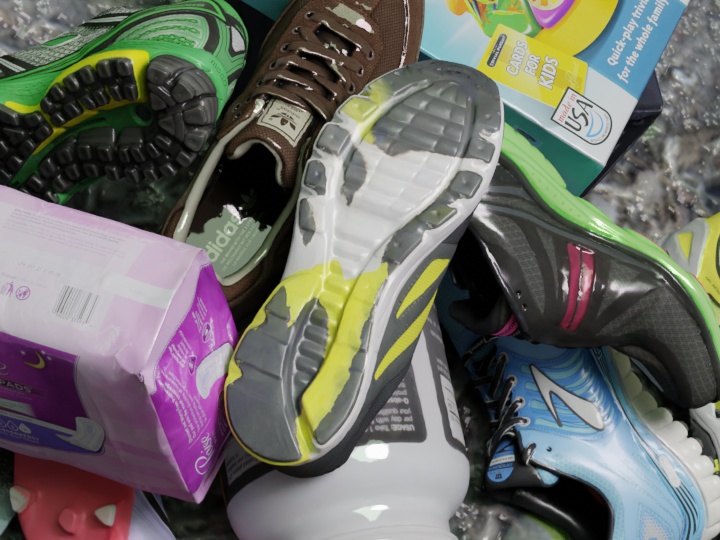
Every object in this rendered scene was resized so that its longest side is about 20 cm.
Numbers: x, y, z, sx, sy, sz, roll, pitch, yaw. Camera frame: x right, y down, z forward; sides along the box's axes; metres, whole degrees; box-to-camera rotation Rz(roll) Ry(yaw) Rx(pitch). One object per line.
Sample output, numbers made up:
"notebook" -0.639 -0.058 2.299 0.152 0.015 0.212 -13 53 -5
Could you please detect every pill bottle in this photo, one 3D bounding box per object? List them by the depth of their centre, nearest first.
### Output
"pill bottle" -0.013 0.066 1.356 0.116 0.116 0.200 -1 65 -22

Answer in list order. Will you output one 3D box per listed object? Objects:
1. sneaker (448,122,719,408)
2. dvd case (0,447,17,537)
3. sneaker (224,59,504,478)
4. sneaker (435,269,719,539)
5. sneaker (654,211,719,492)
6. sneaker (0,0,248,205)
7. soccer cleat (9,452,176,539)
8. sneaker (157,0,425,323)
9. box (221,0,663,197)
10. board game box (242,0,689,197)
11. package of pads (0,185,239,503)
"sneaker" 0.086 0.006 1.362 0.200 0.077 0.084 37 75 -12
"dvd case" -0.217 0.074 1.327 0.146 0.022 0.200 36 56 -2
"sneaker" 0.000 0.000 1.273 0.074 0.085 0.200 27 74 13
"sneaker" 0.088 0.067 1.421 0.090 0.078 0.200 -35 81 -28
"sneaker" 0.203 0.057 1.450 0.075 0.076 0.200 1 55 -53
"sneaker" -0.130 -0.073 1.349 0.085 0.200 0.078 -52 124 -45
"soccer cleat" -0.103 0.133 1.316 0.076 0.067 0.200 17 52 -62
"sneaker" -0.025 -0.062 1.297 0.070 0.076 0.200 28 79 -2
"box" 0.031 -0.119 1.474 0.200 0.104 0.148 -2 66 -22
"board game box" 0.053 -0.146 1.407 0.200 0.047 0.151 32 57 -4
"package of pads" -0.151 0.021 1.252 0.200 0.121 0.076 16 61 20
